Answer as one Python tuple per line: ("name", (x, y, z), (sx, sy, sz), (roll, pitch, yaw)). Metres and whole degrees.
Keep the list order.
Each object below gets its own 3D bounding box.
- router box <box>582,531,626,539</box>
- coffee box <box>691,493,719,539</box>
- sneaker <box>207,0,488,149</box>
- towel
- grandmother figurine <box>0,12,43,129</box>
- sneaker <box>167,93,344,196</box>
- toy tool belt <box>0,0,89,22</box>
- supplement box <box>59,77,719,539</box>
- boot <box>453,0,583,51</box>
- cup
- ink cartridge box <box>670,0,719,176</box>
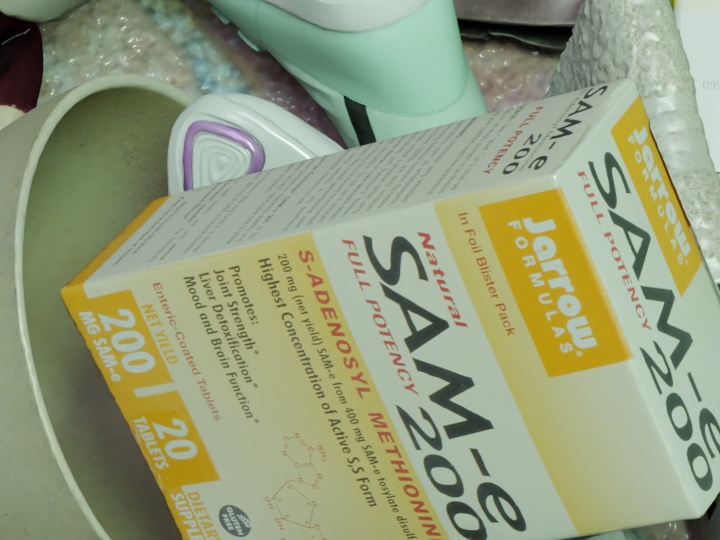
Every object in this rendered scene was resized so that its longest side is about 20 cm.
("router box", (0.032, 0.210, 1.082), (0.199, 0.049, 0.180), (-18, 67, -3))
("coffee box", (0.184, 0.050, 1.047), (0.113, 0.200, 0.080), (-7, 67, -5))
("sneaker", (-0.019, -0.092, 1.199), (0.074, 0.118, 0.200), (-32, 33, -14))
("towel", (0.092, -0.013, 1.089), (0.034, 0.200, 0.133), (-9, 67, -11))
("grandmother figurine", (-0.178, -0.083, 1.217), (0.121, 0.061, 0.200), (43, 74, 10))
("sneaker", (0.000, 0.000, 1.112), (0.075, 0.200, 0.100), (-30, 30, 24))
("toy tool belt", (-0.137, -0.200, 1.139), (0.123, 0.125, 0.200), (-39, 106, 12))
("supplement box", (0.016, 0.026, 0.991), (0.200, 0.126, 0.074), (-14, 21, 34))
("boot", (0.031, -0.182, 1.231), (0.199, 0.072, 0.167), (11, 75, 17))
("cup", (-0.120, 0.042, 1.103), (0.143, 0.200, 0.201), (-15, 64, 28))
("ink cartridge box", (0.178, -0.076, 1.144), (0.125, 0.129, 0.201), (2, 67, 5))
